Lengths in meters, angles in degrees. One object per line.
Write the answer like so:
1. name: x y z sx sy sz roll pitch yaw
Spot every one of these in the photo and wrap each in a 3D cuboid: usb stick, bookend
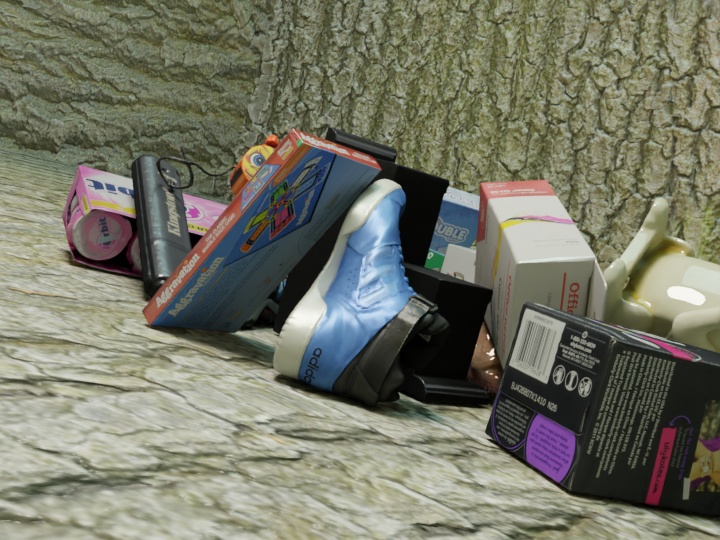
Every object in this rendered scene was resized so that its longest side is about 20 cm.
1. usb stick: -0.194 -0.043 1.000 0.055 0.033 0.200 17 36 -30
2. bookend: 0.039 -0.008 0.908 0.092 0.201 0.198 11 5 -46

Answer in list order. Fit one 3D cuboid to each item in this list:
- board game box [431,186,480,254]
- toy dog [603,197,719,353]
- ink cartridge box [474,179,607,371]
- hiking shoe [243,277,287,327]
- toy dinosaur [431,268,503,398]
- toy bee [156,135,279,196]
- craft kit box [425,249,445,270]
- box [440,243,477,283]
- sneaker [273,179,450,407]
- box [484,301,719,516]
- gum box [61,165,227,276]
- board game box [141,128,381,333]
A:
1. board game box: 0.042 -0.037 1.377 0.199 0.199 0.043 14 34 -22
2. toy dog: 0.333 0.060 0.978 0.200 0.194 0.139 29 48 23
3. ink cartridge box: 0.148 0.014 0.869 0.067 0.117 0.200 -3 28 -5
4. hiking shoe: -0.097 0.005 0.994 0.074 0.087 0.200 16 4 10
5. toy dinosaur: 0.121 0.078 0.955 0.135 0.086 0.200 5 22 -7
6. toy bee: -0.089 -0.088 1.045 0.131 0.109 0.200 -16 -55 41
7. craft kit box: 0.144 0.039 1.308 0.197 0.049 0.200 33 -4 -34
8. box: 0.184 0.058 1.109 0.199 0.125 0.097 15 4 -20
9. sneaker: 0.023 0.019 0.792 0.111 0.077 0.200 23 50 8
10. box: 0.212 0.103 0.731 0.199 0.107 0.122 15 5 -24
11. gum box: -0.221 -0.042 1.096 0.199 0.066 0.114 14 20 -28
12. board game box: -0.079 -0.025 0.813 0.103 0.200 0.019 10 39 -55
